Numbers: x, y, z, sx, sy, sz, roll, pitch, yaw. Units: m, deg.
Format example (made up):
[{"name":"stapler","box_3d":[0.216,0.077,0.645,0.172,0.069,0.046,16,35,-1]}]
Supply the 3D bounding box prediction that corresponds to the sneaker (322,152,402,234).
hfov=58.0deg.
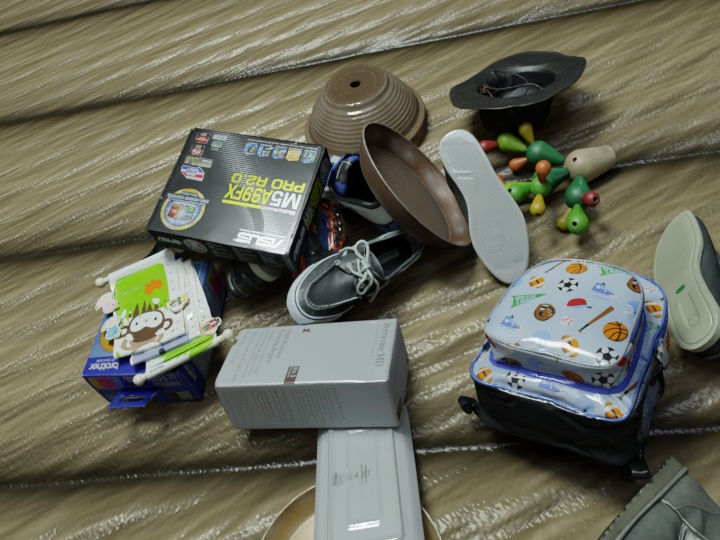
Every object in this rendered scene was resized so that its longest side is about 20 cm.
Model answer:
[{"name":"sneaker","box_3d":[-0.018,-0.126,0.890,0.198,0.115,0.081,28,84,33]}]

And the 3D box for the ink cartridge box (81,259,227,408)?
[{"name":"ink cartridge box","box_3d":[-0.259,0.090,0.827,0.134,0.077,0.203,-5,53,12]}]

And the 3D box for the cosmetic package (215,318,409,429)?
[{"name":"cosmetic package","box_3d":[-0.050,0.116,0.727,0.196,0.075,0.102,-7,34,16]}]

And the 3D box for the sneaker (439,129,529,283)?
[{"name":"sneaker","box_3d":[0.164,-0.080,0.840,0.070,0.099,0.203,-25,83,12]}]

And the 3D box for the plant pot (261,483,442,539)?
[{"name":"plant pot","box_3d":[-0.011,0.300,0.620,0.196,0.028,0.203,-8,52,10]}]

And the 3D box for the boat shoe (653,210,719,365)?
[{"name":"boat shoe","box_3d":[0.376,0.017,0.721,0.067,0.072,0.202,23,46,-12]}]

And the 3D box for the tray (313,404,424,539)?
[{"name":"tray","box_3d":[0.003,0.209,0.652,0.105,0.022,0.201,-12,32,6]}]

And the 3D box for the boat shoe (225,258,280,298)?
[{"name":"boat shoe","box_3d":[-0.156,-0.047,0.902,0.067,0.071,0.202,-41,36,24]}]

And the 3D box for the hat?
[{"name":"hat","box_3d":[0.231,-0.243,0.938,0.197,0.082,0.202,-15,31,9]}]

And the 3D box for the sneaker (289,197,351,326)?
[{"name":"sneaker","box_3d":[-0.057,0.008,0.843,0.074,0.078,0.204,14,61,-25]}]

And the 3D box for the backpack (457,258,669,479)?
[{"name":"backpack","box_3d":[0.217,0.075,0.656,0.197,0.156,0.190,15,42,32]}]

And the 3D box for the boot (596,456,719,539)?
[{"name":"boot","box_3d":[0.297,0.275,0.533,0.181,0.073,0.200,-39,59,-14]}]

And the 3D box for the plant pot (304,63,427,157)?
[{"name":"plant pot","box_3d":[0.002,-0.253,1.012,0.197,0.093,0.203,-8,50,9]}]

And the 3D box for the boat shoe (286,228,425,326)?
[{"name":"boat shoe","box_3d":[0.001,0.002,0.786,0.197,0.068,0.075,-23,84,-32]}]

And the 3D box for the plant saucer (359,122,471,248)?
[{"name":"plant saucer","box_3d":[0.066,-0.103,0.834,0.034,0.199,0.202,-40,44,26]}]

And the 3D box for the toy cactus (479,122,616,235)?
[{"name":"toy cactus","box_3d":[0.259,-0.135,0.855,0.162,0.104,0.201,-20,40,-13]}]

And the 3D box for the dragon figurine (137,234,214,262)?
[{"name":"dragon figurine","box_3d":[-0.262,-0.058,0.921,0.196,0.100,0.060,-12,50,18]}]

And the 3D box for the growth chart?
[{"name":"growth chart","box_3d":[-0.250,0.049,0.796,0.143,0.018,0.201,-30,51,-9]}]

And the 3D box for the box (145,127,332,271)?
[{"name":"box","box_3d":[-0.151,-0.094,0.827,0.196,0.044,0.163,11,65,16]}]
